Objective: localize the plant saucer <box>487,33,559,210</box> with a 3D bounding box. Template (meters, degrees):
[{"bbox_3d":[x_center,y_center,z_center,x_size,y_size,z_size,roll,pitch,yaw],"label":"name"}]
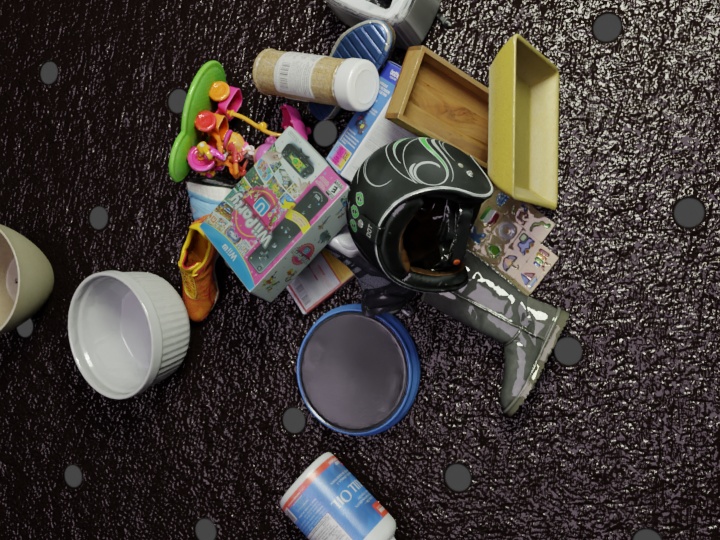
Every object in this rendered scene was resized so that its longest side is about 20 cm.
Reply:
[{"bbox_3d":[0.216,-0.187,1.038,0.048,0.199,0.204,0,90,29],"label":"plant saucer"}]

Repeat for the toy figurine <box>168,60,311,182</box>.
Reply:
[{"bbox_3d":[-0.171,-0.201,1.191,0.181,0.151,0.203,18,69,7],"label":"toy figurine"}]

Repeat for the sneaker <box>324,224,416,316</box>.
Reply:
[{"bbox_3d":[0.000,0.000,1.151,0.197,0.075,0.116,22,120,17],"label":"sneaker"}]

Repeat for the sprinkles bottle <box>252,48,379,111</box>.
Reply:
[{"bbox_3d":[-0.066,-0.272,1.101,0.198,0.068,0.070,19,96,38],"label":"sprinkles bottle"}]

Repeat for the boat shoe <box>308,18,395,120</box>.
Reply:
[{"bbox_3d":[-0.006,-0.299,1.132,0.073,0.072,0.199,57,139,1],"label":"boat shoe"}]

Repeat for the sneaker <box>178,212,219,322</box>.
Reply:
[{"bbox_3d":[-0.263,-0.001,1.234,0.072,0.077,0.203,28,124,21],"label":"sneaker"}]

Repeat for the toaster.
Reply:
[{"bbox_3d":[0.031,-0.403,1.131,0.198,0.129,0.115,31,100,16],"label":"toaster"}]

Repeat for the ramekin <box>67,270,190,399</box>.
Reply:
[{"bbox_3d":[-0.367,0.096,1.256,0.197,0.104,0.204,6,101,31],"label":"ramekin"}]

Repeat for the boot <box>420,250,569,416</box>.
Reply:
[{"bbox_3d":[0.174,0.082,1.108,0.198,0.073,0.184,27,88,8],"label":"boot"}]

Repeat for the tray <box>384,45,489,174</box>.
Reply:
[{"bbox_3d":[0.130,-0.215,1.067,0.037,0.198,0.100,16,86,54],"label":"tray"}]

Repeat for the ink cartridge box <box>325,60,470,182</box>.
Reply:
[{"bbox_3d":[0.062,-0.200,1.112,0.201,0.135,0.076,-54,34,11],"label":"ink cartridge box"}]

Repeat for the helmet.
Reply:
[{"bbox_3d":[0.078,-0.081,1.024,0.196,0.192,0.203,-4,120,-7],"label":"helmet"}]

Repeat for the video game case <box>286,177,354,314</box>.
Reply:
[{"bbox_3d":[-0.050,-0.047,1.215,0.199,0.017,0.144,-37,79,15],"label":"video game case"}]

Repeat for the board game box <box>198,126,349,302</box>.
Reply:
[{"bbox_3d":[-0.115,-0.080,1.115,0.200,0.064,0.148,-47,62,6],"label":"board game box"}]

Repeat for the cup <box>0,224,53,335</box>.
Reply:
[{"bbox_3d":[-0.615,0.015,1.338,0.196,0.143,0.205,0,90,19],"label":"cup"}]

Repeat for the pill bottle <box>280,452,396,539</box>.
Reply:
[{"bbox_3d":[-0.016,0.380,1.154,0.200,0.112,0.113,43,102,13],"label":"pill bottle"}]

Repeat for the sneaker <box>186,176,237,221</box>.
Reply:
[{"bbox_3d":[-0.189,-0.089,1.243,0.197,0.078,0.092,17,113,26],"label":"sneaker"}]

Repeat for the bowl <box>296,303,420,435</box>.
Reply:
[{"bbox_3d":[-0.007,0.153,1.189,0.197,0.039,0.205,0,90,18],"label":"bowl"}]

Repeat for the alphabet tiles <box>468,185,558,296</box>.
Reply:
[{"bbox_3d":[0.182,-0.042,1.144,0.199,0.006,0.167,40,103,14],"label":"alphabet tiles"}]
